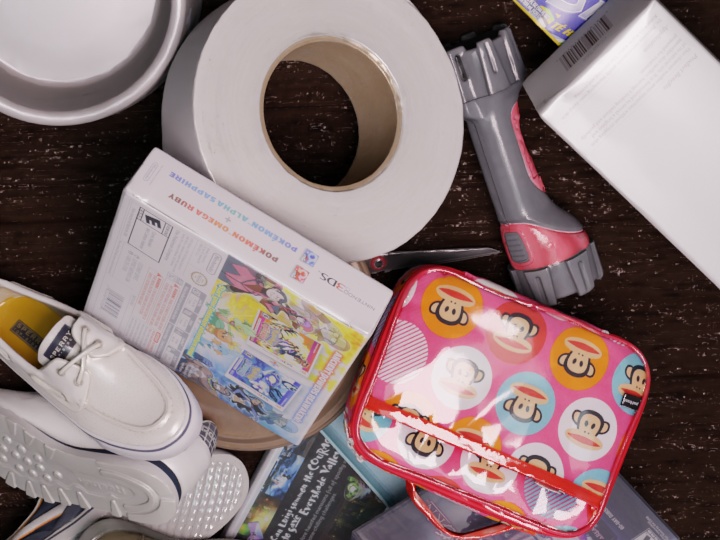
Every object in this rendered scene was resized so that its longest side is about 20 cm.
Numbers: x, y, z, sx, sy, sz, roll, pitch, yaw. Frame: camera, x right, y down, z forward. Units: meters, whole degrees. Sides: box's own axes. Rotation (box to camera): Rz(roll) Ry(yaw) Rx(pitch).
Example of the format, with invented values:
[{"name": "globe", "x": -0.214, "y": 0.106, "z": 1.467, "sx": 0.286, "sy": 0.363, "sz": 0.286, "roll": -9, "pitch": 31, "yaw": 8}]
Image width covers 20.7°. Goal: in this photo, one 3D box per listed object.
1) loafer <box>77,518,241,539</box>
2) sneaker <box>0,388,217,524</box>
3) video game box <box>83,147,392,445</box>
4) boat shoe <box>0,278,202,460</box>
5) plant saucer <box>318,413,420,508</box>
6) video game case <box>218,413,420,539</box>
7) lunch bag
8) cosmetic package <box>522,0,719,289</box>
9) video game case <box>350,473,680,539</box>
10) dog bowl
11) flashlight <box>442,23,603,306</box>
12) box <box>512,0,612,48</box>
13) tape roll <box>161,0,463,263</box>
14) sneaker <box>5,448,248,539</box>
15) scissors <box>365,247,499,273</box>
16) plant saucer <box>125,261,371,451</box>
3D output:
[{"name": "loafer", "x": -0.120, "y": 0.237, "z": 1.438, "sx": 0.199, "sy": 0.070, "sz": 0.075, "roll": 17, "pitch": 105, "yaw": -39}, {"name": "sneaker", "x": -0.201, "y": 0.121, "z": 1.430, "sx": 0.199, "sy": 0.081, "sz": 0.077, "roll": 16, "pitch": 138, "yaw": 21}, {"name": "video game box", "x": -0.087, "y": 0.023, "z": 1.322, "sx": 0.182, "sy": 0.200, "sz": 0.047, "roll": 33, "pitch": 60, "yaw": 1}, {"name": "boat shoe", "x": -0.197, "y": 0.063, "z": 1.369, "sx": 0.200, "sy": 0.070, "sz": 0.071, "roll": 33, "pitch": 79, "yaw": 28}, {"name": "plant saucer", "x": 0.046, "y": 0.154, "z": 1.481, "sx": 0.070, "sy": 0.019, "sz": 0.200, "roll": -38, "pitch": 107, "yaw": 8}, {"name": "video game case", "x": 0.004, "y": 0.184, "z": 1.509, "sx": 0.181, "sy": 0.023, "sz": 0.201, "roll": 25, "pitch": 105, "yaw": -13}, {"name": "lunch bag", "x": 0.090, "y": 0.103, "z": 1.397, "sx": 0.199, "sy": 0.082, "sz": 0.177, "roll": 22, "pitch": 87, "yaw": -6}, {"name": "cosmetic package", "x": 0.221, "y": -0.088, "z": 1.336, "sx": 0.113, "sy": 0.081, "sz": 0.200, "roll": -43, "pitch": 108, "yaw": 12}, {"name": "video game case", "x": 0.113, "y": 0.196, "z": 1.429, "sx": 0.199, "sy": 0.143, "sz": 0.019, "roll": -28, "pitch": 150, "yaw": -27}, {"name": "dog bowl", "x": -0.207, "y": -0.191, "z": 1.347, "sx": 0.199, "sy": 0.059, "sz": 0.201, "roll": -2, "pitch": 109, "yaw": -5}, {"name": "flashlight", "x": 0.116, "y": -0.076, "z": 1.416, "sx": 0.068, "sy": 0.068, "sz": 0.201, "roll": -17, "pitch": 104, "yaw": 5}, {"name": "box", "x": 0.183, "y": -0.160, "z": 1.387, "sx": 0.200, "sy": 0.070, "sz": 0.064, "roll": 41, "pitch": 100, "yaw": -16}, {"name": "tape roll", "x": -0.032, "y": -0.102, "z": 1.340, "sx": 0.201, "sy": 0.071, "sz": 0.204, "roll": 3, "pitch": 83, "yaw": -24}, {"name": "sneaker", "x": -0.183, "y": 0.182, "z": 1.467, "sx": 0.199, "sy": 0.079, "sz": 0.079, "roll": -26, "pitch": 118, "yaw": -22}, {"name": "scissors", "x": 0.000, "y": 0.000, "z": 1.455, "sx": 0.199, "sy": 0.014, "sz": 0.074, "roll": 9, "pitch": 105, "yaw": -9}, {"name": "plant saucer", "x": -0.086, "y": 0.037, "z": 1.426, "sx": 0.199, "sy": 0.029, "sz": 0.201, "roll": 1, "pitch": 102, "yaw": 7}]
